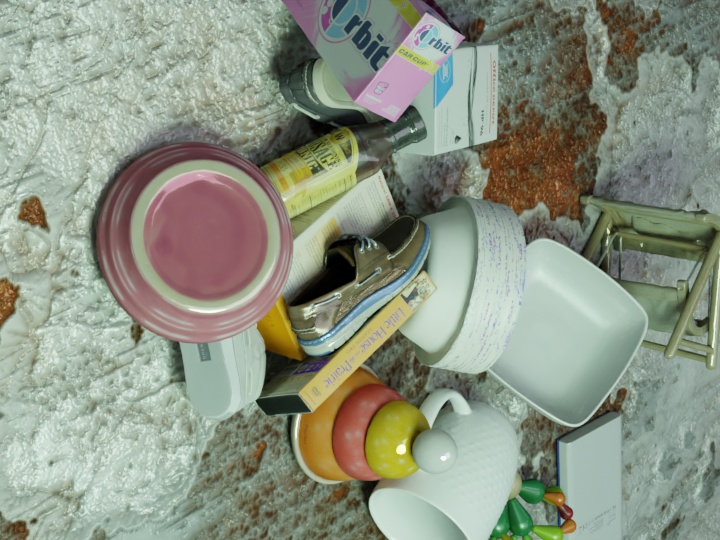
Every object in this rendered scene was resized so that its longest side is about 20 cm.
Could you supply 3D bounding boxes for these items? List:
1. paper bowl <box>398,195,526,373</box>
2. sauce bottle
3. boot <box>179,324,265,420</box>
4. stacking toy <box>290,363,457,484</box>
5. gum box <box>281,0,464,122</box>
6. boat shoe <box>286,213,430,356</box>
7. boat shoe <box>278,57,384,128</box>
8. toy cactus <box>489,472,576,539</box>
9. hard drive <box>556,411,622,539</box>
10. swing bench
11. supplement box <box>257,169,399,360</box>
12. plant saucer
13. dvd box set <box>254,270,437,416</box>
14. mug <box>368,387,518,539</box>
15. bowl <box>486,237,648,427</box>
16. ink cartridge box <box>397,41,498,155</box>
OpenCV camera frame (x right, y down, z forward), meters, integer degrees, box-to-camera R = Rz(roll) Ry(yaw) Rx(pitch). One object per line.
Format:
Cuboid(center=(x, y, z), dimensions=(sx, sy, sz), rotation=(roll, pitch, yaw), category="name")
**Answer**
Cuboid(center=(0.104, 0.013, 1.582), dimensions=(0.104, 0.201, 0.202), rotation=(10, 93, -17), category="paper bowl")
Cuboid(center=(-0.024, -0.118, 1.465), dimensions=(0.199, 0.066, 0.066), rotation=(-29, 121, -13), category="sauce bottle")
Cuboid(center=(-0.148, 0.050, 1.434), dimensions=(0.096, 0.073, 0.202), rotation=(-18, 104, -69), category="boot")
Cuboid(center=(0.031, 0.191, 1.539), dimensions=(0.146, 0.199, 0.147), rotation=(-12, 108, -41), category="stacking toy")
Cuboid(center=(0.007, -0.262, 1.405), dimensions=(0.066, 0.200, 0.114), rotation=(20, 118, -45), category="gum box")
Cuboid(center=(0.000, 0.000, 1.450), dimensions=(0.200, 0.072, 0.073), rotation=(-49, 126, -27), category="boat shoe")
Cuboid(center=(-0.021, -0.190, 1.503), dimensions=(0.200, 0.062, 0.073), rotation=(12, 73, -63), category="boat shoe")
Cuboid(center=(0.203, 0.317, 1.835), dimensions=(0.199, 0.102, 0.166), rotation=(-27, 99, -35), category="toy cactus")
Cuboid(center=(0.335, 0.321, 1.997), dimensions=(0.131, 0.025, 0.201), rotation=(-19, 112, -41), category="hard drive")
Cuboid(center=(0.392, 0.011, 1.859), dimensions=(0.129, 0.198, 0.201), rotation=(14, 90, -46), category="swing bench")
Cuboid(center=(-0.044, -0.015, 1.506), dimensions=(0.200, 0.073, 0.127), rotation=(-42, 126, -30), category="supplement box")
Cuboid(center=(-0.157, -0.030, 1.347), dimensions=(0.199, 0.051, 0.202), rotation=(3, 82, -21), category="plant saucer")
Cuboid(center=(-0.018, 0.081, 1.494), dimensions=(0.200, 0.146, 0.029), rotation=(-44, 101, -23), category="dvd box set")
Cuboid(center=(0.107, 0.232, 1.660), dimensions=(0.176, 0.147, 0.201), rotation=(-53, 137, -34), category="mug")
Cuboid(center=(0.246, 0.082, 1.767), dimensions=(0.199, 0.075, 0.200), rotation=(37, 76, 0), category="bowl")
Cuboid(center=(0.106, -0.204, 1.585), dimensions=(0.200, 0.067, 0.117), rotation=(-21, 115, -57), category="ink cartridge box")
